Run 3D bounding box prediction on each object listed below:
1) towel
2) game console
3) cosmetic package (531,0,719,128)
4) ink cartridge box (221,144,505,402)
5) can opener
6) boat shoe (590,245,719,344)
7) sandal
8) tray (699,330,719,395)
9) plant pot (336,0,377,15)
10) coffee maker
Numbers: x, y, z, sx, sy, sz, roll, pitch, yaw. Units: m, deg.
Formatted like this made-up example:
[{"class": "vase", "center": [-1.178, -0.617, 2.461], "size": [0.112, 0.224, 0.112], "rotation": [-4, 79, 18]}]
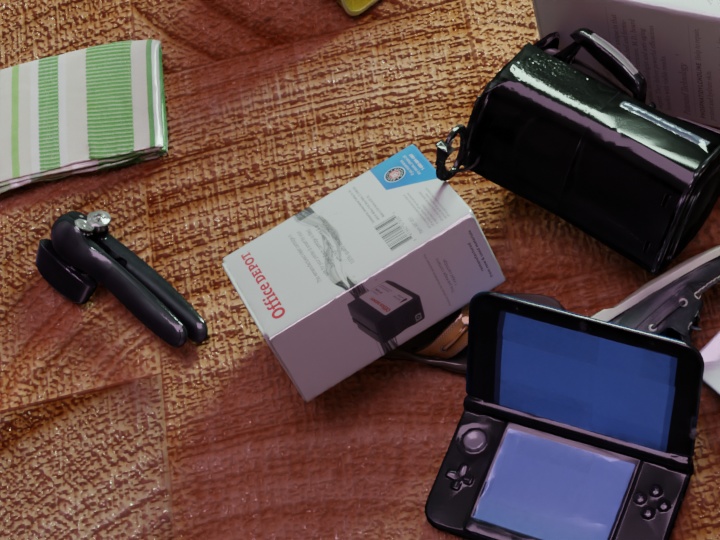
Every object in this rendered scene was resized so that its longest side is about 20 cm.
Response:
[{"class": "towel", "center": [-0.288, -0.152, 1.815], "size": [0.199, 0.023, 0.153], "rotation": [-13, 57, 9]}, {"class": "game console", "center": [0.158, 0.135, 1.466], "size": [0.200, 0.118, 0.171], "rotation": [14, 65, 23]}, {"class": "cosmetic package", "center": [0.278, -0.251, 1.630], "size": [0.200, 0.166, 0.168], "rotation": [16, 66, 22]}, {"class": "ink cartridge box", "center": [0.000, 0.000, 1.570], "size": [0.200, 0.084, 0.145], "rotation": [-31, 35, -3]}, {"class": "can opener", "center": [-0.214, 0.009, 1.687], "size": [0.200, 0.079, 0.063], "rotation": [32, 34, 25]}, {"class": "boat shoe", "center": [0.247, 0.044, 1.529], "size": [0.199, 0.075, 0.066], "rotation": [-30, 86, -13]}, {"class": "sandal", "center": [0.076, 0.041, 1.580], "size": [0.199, 0.055, 0.082], "rotation": [8, 61, 21]}, {"class": "tray", "center": [0.345, 0.082, 1.450], "size": [0.107, 0.022, 0.200], "rotation": [-45, 28, 2]}, {"class": "plant pot", "center": [-0.008, -0.409, 1.797], "size": [0.200, 0.200, 0.176], "rotation": [-37, 46, -8]}, {"class": "coffee maker", "center": [0.194, -0.086, 1.556], "size": [0.200, 0.135, 0.192], "rotation": [31, 62, 19]}]
